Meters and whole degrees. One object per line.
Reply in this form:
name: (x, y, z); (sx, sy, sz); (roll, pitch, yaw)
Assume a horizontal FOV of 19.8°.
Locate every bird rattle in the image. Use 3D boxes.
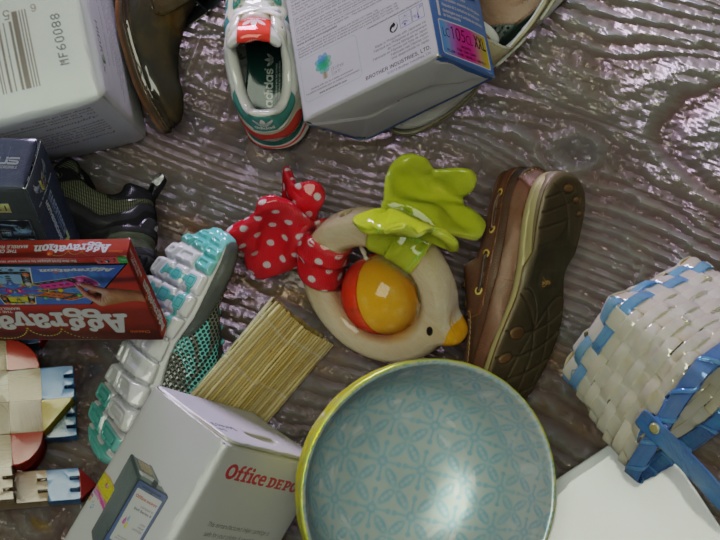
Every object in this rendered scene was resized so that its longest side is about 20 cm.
bird rattle: (0.000, 0.000, 1.570); (0.199, 0.113, 0.163); (-13, 109, 29)

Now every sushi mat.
sushi mat: (-0.108, 0.114, 1.586); (0.200, 0.096, 0.012); (-50, 54, -2)

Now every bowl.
bowl: (0.035, 0.160, 1.538); (0.199, 0.108, 0.201); (-1, 92, -19)

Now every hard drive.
hard drive: (0.173, 0.224, 1.573); (0.200, 0.027, 0.132); (-33, 80, 2)

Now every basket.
basket: (0.265, 0.094, 1.506); (0.200, 0.176, 0.139); (41, 128, 26)

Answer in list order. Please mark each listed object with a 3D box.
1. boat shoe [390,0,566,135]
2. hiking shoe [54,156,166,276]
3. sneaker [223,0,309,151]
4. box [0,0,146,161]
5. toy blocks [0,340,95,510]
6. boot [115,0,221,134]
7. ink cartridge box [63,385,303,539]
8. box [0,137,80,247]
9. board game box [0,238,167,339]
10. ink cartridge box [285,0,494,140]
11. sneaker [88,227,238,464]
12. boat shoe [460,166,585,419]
boat shoe: (0.087, -0.188, 1.611); (0.200, 0.068, 0.075); (-45, 83, 0)
hiking shoe: (-0.251, -0.038, 1.635); (0.199, 0.076, 0.101); (3, 61, 10)
sneaker: (-0.073, -0.199, 1.616); (0.070, 0.093, 0.201); (-3, 83, 5)
box: (-0.292, -0.186, 1.598); (0.198, 0.171, 0.201); (-13, 81, 4)
toy blocks: (-0.280, 0.108, 1.607); (0.136, 0.100, 0.201); (-4, 76, -7)
boot: (-0.144, -0.213, 1.635); (0.097, 0.075, 0.201); (-15, 80, 7)
ink cartridge box: (-0.135, 0.198, 1.528); (0.087, 0.145, 0.200); (35, 97, 30)
box: (-0.314, -0.033, 1.525); (0.199, 0.158, 0.051); (1, 54, 11)
board game box: (-0.251, 0.015, 1.517); (0.199, 0.103, 0.019); (-1, 54, 13)
ink cartridge box: (0.014, -0.219, 1.581); (0.136, 0.076, 0.201); (-23, 68, 33)
sneaker: (-0.135, 0.063, 1.591); (0.078, 0.091, 0.200); (40, 107, 52)
boat shoe: (0.115, 0.017, 1.590); (0.067, 0.072, 0.201); (17, 93, 40)
